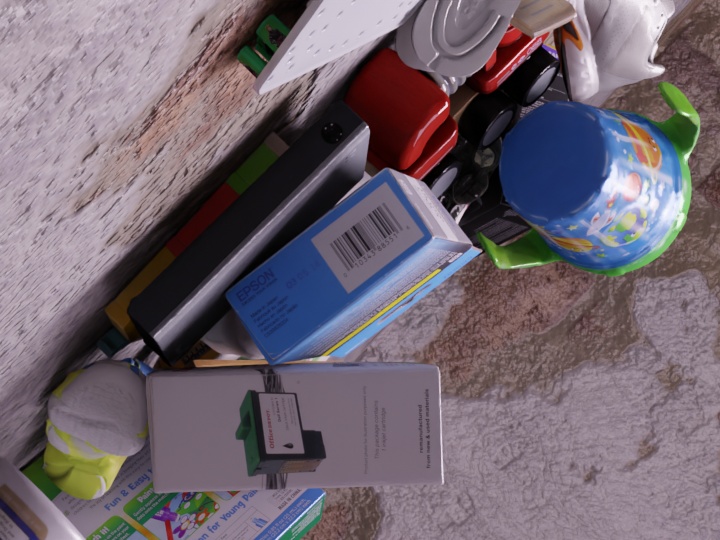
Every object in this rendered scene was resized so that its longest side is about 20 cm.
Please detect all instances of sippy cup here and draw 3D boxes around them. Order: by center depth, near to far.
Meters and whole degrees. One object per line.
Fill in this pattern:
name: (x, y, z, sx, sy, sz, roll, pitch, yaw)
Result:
sippy cup: (0.176, -0.073, 1.281, 0.130, 0.139, 0.179, 17, 93, -57)

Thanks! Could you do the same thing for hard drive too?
hard drive: (-0.076, -0.022, 1.120, 0.200, 0.033, 0.140, -45, 174, -9)

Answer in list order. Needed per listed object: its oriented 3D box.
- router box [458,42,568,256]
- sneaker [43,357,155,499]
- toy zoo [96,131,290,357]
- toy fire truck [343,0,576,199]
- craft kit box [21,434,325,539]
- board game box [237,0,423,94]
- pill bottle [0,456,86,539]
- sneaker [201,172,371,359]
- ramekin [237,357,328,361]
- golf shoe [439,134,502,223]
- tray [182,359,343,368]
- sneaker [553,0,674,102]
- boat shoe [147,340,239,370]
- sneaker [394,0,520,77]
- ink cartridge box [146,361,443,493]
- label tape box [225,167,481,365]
router box: (0.116, -0.102, 1.474, 0.200, 0.052, 0.158, 152, -49, -65)
sneaker: (-0.185, 0.093, 1.216, 0.105, 0.076, 0.200, -61, -173, -34)
toy zoo: (-0.115, -0.012, 1.166, 0.200, 0.020, 0.131, -47, 174, 1)
toy fire truck: (0.075, -0.150, 1.179, 0.176, 0.129, 0.200, -44, 163, -12)
craft kit box: (-0.165, 0.195, 1.319, 0.200, 0.197, 0.049, -39, 155, -37)
board game box: (0.031, -0.200, 0.918, 0.200, 0.026, 0.200, -50, 173, 33)
pill bottle: (-0.290, 0.240, 1.144, 0.200, 0.120, 0.120, -44, 174, -18)
sneaker: (-0.067, -0.023, 1.276, 0.088, 0.075, 0.200, 1, -127, 54)
ramekin: (-0.083, 0.059, 1.478, 0.200, 0.098, 0.200, -46, 174, -6)
golf shoe: (0.058, -0.053, 1.400, 0.200, 0.077, 0.088, -50, -178, 21)
tray: (-0.063, 0.124, 1.322, 0.037, 0.099, 0.200, -38, 156, 28)
sneaker: (0.191, -0.217, 1.231, 0.091, 0.076, 0.200, -11, 142, 3)
boat shoe: (-0.101, 0.029, 1.334, 0.200, 0.071, 0.070, -41, 178, 12)
sneaker: (0.092, -0.218, 1.087, 0.200, 0.076, 0.080, -49, -164, -2)
ink cartridge box: (-0.046, 0.108, 1.149, 0.199, 0.085, 0.146, -2, 178, -1)
label tape box: (0.000, 0.000, 1.171, 0.144, 0.063, 0.200, -37, 171, 9)
